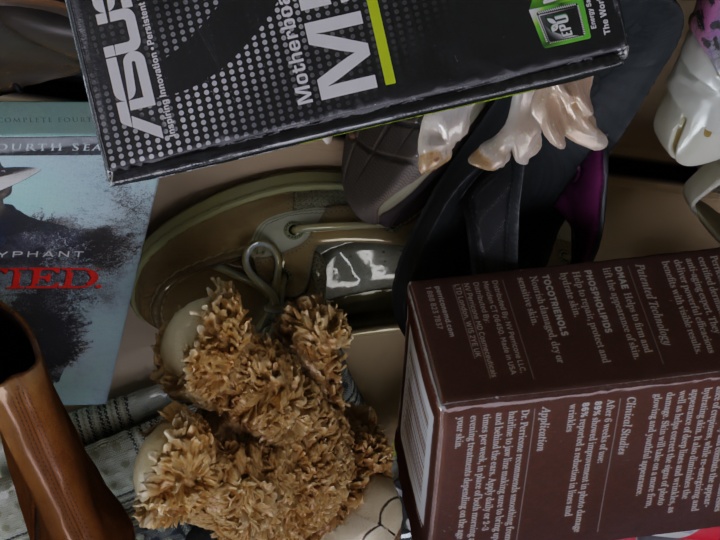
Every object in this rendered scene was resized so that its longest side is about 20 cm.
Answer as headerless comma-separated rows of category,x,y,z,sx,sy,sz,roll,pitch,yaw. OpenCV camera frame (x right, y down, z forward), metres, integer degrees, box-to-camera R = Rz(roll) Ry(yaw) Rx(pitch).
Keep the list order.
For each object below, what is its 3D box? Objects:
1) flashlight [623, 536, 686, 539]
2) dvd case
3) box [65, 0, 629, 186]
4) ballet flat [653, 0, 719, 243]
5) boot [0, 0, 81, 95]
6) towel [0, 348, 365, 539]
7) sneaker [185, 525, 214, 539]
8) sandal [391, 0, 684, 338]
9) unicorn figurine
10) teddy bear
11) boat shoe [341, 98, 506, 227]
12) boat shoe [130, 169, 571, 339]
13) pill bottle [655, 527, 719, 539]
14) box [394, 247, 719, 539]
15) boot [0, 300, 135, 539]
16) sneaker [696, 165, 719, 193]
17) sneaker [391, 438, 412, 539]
flashlight,0.154,0.130,1.362,0.199,0.068,0.068,-2,112,-20
dvd case,-0.163,-0.002,1.144,0.145,0.022,0.200,-1,145,-15
box,-0.020,-0.147,0.991,0.192,0.048,0.201,-13,92,-7
ballet flat,0.160,-0.050,1.121,0.071,0.069,0.200,-23,132,7
boot,-0.126,-0.104,1.080,0.200,0.075,0.097,18,149,-40
towel,-0.079,0.122,1.312,0.199,0.035,0.193,-22,136,1
sneaker,0.005,0.182,1.293,0.075,0.116,0.200,-40,133,20
sandal,0.070,-0.028,1.111,0.075,0.048,0.201,-4,135,-35
unicorn figurine,0.002,-0.113,1.058,0.199,0.074,0.138,8,105,2
teddy bear,-0.034,0.080,1.144,0.067,0.145,0.200,1,142,22
boat shoe,0.068,-0.087,1.129,0.073,0.075,0.200,22,123,-31
boat shoe,0.001,0.002,1.197,0.200,0.063,0.073,-6,133,-11
pill bottle,0.215,0.074,1.291,0.199,0.112,0.113,7,129,-22
box,0.117,0.050,1.115,0.199,0.075,0.100,-5,137,-9
boot,-0.134,0.094,1.161,0.068,0.188,0.201,-27,114,-4
sneaker,0.183,-0.098,1.156,0.087,0.075,0.201,-6,132,-4
sneaker,0.082,0.049,1.234,0.200,0.091,0.078,-29,123,33
